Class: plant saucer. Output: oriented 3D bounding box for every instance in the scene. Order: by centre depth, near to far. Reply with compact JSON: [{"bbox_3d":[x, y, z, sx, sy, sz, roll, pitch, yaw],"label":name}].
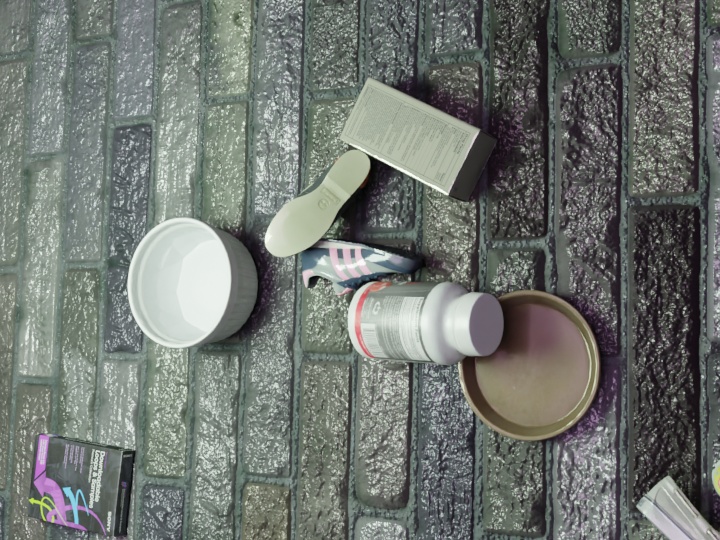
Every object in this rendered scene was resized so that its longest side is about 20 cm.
[{"bbox_3d":[0.227,0.127,1.364,0.199,0.029,0.202,-3,84,27],"label":"plant saucer"}]

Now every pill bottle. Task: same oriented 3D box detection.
[{"bbox_3d":[0.089,0.071,1.374,0.199,0.110,0.112,0,85,41],"label":"pill bottle"}]

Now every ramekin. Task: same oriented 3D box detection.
[{"bbox_3d":[-0.255,0.022,1.587,0.199,0.105,0.202,-3,84,27],"label":"ramekin"}]

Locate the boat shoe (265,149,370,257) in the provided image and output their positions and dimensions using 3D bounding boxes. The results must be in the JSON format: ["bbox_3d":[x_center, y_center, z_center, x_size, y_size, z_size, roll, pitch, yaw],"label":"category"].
[{"bbox_3d":[-0.061,-0.096,1.487,0.071,0.063,0.200,43,85,-4],"label":"boat shoe"}]

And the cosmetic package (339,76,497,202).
[{"bbox_3d":[0.081,-0.187,1.446,0.199,0.073,0.104,32,99,26],"label":"cosmetic package"}]

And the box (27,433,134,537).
[{"bbox_3d":[-0.473,0.360,1.711,0.199,0.036,0.144,3,87,27],"label":"box"}]

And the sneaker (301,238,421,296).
[{"bbox_3d":[0.000,0.000,1.479,0.199,0.070,0.083,9,94,35],"label":"sneaker"}]

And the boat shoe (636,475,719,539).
[{"bbox_3d":[0.428,0.332,1.218,0.066,0.072,0.200,-47,67,0],"label":"boat shoe"}]

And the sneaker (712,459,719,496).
[{"bbox_3d":[0.494,0.290,1.171,0.199,0.090,0.079,29,97,26],"label":"sneaker"}]
